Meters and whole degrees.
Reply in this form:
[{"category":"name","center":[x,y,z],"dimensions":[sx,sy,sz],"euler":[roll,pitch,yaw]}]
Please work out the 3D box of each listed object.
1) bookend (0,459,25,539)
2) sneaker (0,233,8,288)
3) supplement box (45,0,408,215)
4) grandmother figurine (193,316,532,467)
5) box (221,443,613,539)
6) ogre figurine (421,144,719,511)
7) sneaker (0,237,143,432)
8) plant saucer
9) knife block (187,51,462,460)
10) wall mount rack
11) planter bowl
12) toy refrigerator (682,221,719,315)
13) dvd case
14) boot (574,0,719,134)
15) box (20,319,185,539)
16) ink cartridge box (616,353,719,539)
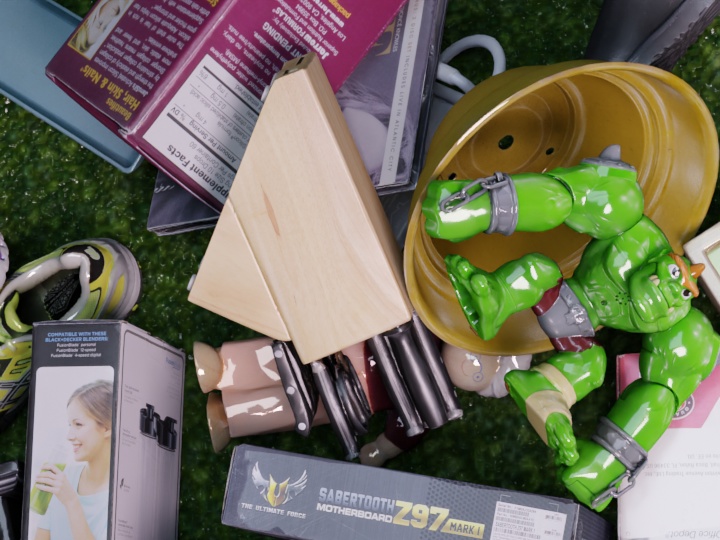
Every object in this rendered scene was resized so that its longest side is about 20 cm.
[{"category":"bookend","center":[-0.264,0.242,1.379],"dimensions":[0.197,0.092,0.202],"euler":[-16,76,9]},{"category":"sneaker","center":[-0.290,-0.045,1.421],"dimensions":[0.080,0.089,0.201],"euler":[-36,53,3]},{"category":"supplement box","center":[-0.072,-0.150,1.345],"dimensions":[0.200,0.103,0.131],"euler":[-52,38,-1]},{"category":"grandmother figurine","center":[0.006,0.064,1.361],"dimensions":[0.198,0.061,0.122],"euler":[-10,120,3]},{"category":"box","center":[0.037,0.145,1.295],"dimensions":[0.198,0.158,0.051],"euler":[9,81,16]},{"category":"ogre figurine","center":[0.123,0.018,1.239],"dimensions":[0.119,0.098,0.201],"euler":[-33,87,-10]},{"category":"sneaker","center":[-0.229,0.046,1.421],"dimensions":[0.200,0.076,0.075],"euler":[-43,74,3]},{"category":"plant saucer","center":[-0.200,-0.134,1.469],"dimensions":[0.199,0.019,0.070],"euler":[32,89,25]},{"category":"knife block","center":[0.000,0.000,1.285],"dimensions":[0.174,0.064,0.201],"euler":[22,105,-2]},{"category":"wall mount rack","center":[-0.007,-0.083,1.403],"dimensions":[0.173,0.074,0.201],"euler":[29,84,48]},{"category":"planter bowl","center":[0.099,-0.054,1.302],"dimensions":[0.200,0.201,0.084],"euler":[-38,45,3]},{"category":"toy refrigerator","center":[0.292,-0.031,1.319],"dimensions":[0.199,0.070,0.076],"euler":[-32,73,4]},{"category":"dvd case","center":[-0.039,-0.102,1.382],"dimensions":[0.199,0.016,0.150],"euler":[-9,60,35]},{"category":"boot","center":[0.123,-0.201,1.392],"dimensions":[0.200,0.066,0.165],"euler":[42,77,12]},{"category":"box","center":[-0.154,0.137,1.365],"dimensions":[0.060,0.117,0.202],"euler":[-1,79,15]},{"category":"ink cartridge box","center":[0.220,0.150,1.290],"dimensions":[0.145,0.083,0.202],"euler":[-1,77,13]}]
